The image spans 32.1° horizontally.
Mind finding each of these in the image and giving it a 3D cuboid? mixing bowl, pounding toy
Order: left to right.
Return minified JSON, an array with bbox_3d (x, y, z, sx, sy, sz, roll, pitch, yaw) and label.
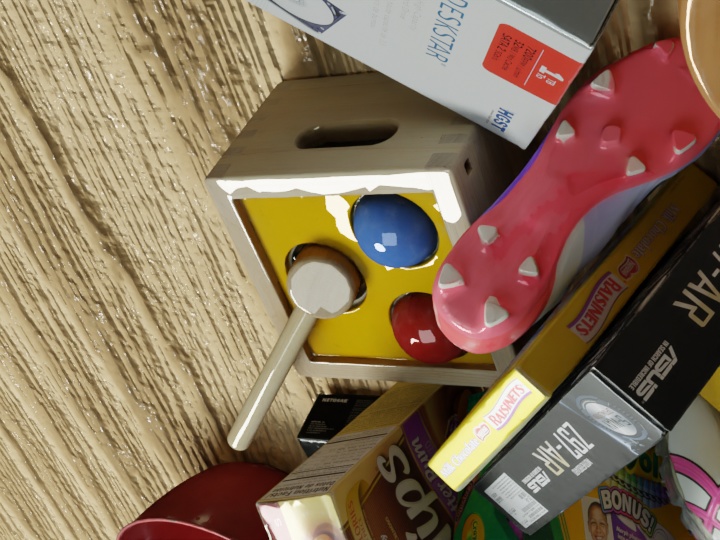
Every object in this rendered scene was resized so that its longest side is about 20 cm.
[{"bbox_3d":[-0.094,0.234,1.053,0.199,0.109,0.201,16,136,16],"label":"mixing bowl"},{"bbox_3d":[0.000,0.000,0.739,0.199,0.142,0.185,0,130,30],"label":"pounding toy"}]

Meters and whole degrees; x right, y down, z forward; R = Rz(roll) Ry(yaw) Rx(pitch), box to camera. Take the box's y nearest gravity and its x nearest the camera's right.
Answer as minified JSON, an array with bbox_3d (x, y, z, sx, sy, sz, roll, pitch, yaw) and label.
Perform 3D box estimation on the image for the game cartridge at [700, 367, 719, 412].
[{"bbox_3d":[0.260,0.063,0.652,0.200,0.032,0.177,49,155,41],"label":"game cartridge"}]

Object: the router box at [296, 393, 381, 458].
[{"bbox_3d":[0.070,0.161,0.927,0.199,0.051,0.150,0,132,30],"label":"router box"}]

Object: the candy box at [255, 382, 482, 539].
[{"bbox_3d":[0.027,0.146,0.759,0.056,0.200,0.117,-14,101,33],"label":"candy box"}]

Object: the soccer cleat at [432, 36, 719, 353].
[{"bbox_3d":[0.112,-0.038,0.633,0.067,0.200,0.076,42,173,15],"label":"soccer cleat"}]

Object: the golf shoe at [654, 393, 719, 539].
[{"bbox_3d":[0.247,0.152,0.746,0.072,0.201,0.092,4,146,-43],"label":"golf shoe"}]

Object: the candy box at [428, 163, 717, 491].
[{"bbox_3d":[0.114,0.026,0.656,0.026,0.200,0.102,42,139,6],"label":"candy box"}]

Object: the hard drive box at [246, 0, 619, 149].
[{"bbox_3d":[0.020,-0.154,0.577,0.199,0.077,0.156,28,170,3],"label":"hard drive box"}]

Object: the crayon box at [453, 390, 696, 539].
[{"bbox_3d":[0.146,0.162,0.787,0.200,0.119,0.058,30,145,-34],"label":"crayon box"}]

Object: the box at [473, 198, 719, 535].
[{"bbox_3d":[0.143,0.043,0.642,0.043,0.160,0.200,40,154,8],"label":"box"}]

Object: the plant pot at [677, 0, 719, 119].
[{"bbox_3d":[0.208,-0.129,0.493,0.199,0.140,0.201,16,138,15],"label":"plant pot"}]
